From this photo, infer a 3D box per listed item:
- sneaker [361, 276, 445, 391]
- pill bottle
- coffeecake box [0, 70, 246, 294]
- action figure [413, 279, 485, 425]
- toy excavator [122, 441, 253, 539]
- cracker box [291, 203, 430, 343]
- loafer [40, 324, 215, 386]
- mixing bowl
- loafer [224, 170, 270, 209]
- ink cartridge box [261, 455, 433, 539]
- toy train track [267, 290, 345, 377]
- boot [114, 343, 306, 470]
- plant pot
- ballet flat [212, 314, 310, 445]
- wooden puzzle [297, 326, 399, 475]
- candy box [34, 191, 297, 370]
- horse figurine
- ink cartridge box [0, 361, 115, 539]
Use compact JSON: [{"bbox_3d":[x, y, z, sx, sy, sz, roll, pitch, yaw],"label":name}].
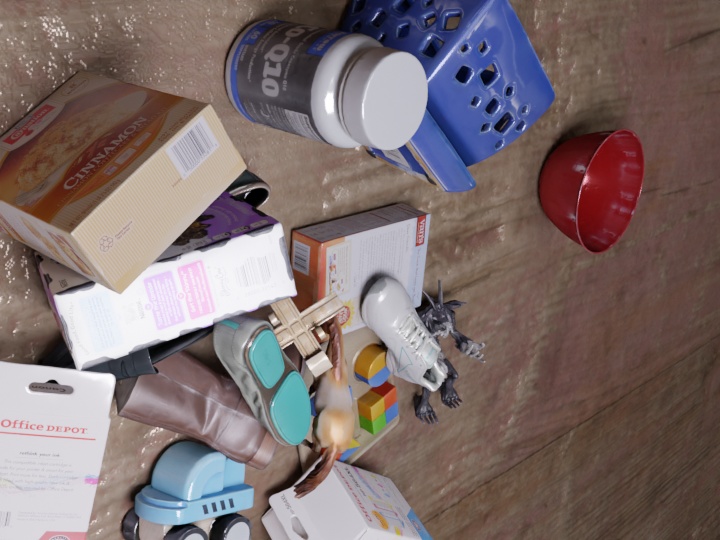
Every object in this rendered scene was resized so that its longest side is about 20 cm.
[{"bbox_3d":[0.063,0.082,1.190,0.070,0.080,0.201,-46,139,-17],"label":"sneaker"},{"bbox_3d":[-0.036,-0.189,0.948,0.114,0.199,0.114,-22,122,-41],"label":"pill bottle"},{"bbox_3d":[-0.222,-0.083,0.786,0.154,0.199,0.073,-49,136,-22],"label":"coffeecake box"},{"bbox_3d":[0.119,0.118,1.335,0.118,0.102,0.201,-20,123,-28],"label":"action figure"},{"bbox_3d":[-0.167,0.219,1.072,0.194,0.100,0.201,-1,97,-48],"label":"toy excavator"},{"bbox_3d":[0.000,0.000,1.181,0.199,0.058,0.135,-16,120,-43],"label":"cracker box"},{"bbox_3d":[-0.227,0.076,0.923,0.200,0.070,0.068,-31,145,-15],"label":"loafer"},{"bbox_3d":[0.356,-0.137,1.481,0.200,0.108,0.201,-23,123,-40],"label":"mixing bowl"},{"bbox_3d":[-0.176,-0.040,0.962,0.200,0.063,0.072,-46,135,-25],"label":"loafer"},{"bbox_3d":[-0.021,0.345,1.227,0.125,0.129,0.200,-47,141,8],"label":"ink cartridge box"},{"bbox_3d":[-0.093,0.026,1.014,0.114,0.033,0.200,-32,89,-5],"label":"toy train track"},{"bbox_3d":[-0.164,0.103,1.025,0.200,0.064,0.187,30,56,-26],"label":"boot"},{"bbox_3d":[0.076,-0.216,1.073,0.180,0.200,0.200,-53,138,-7],"label":"plant pot"},{"bbox_3d":[-0.103,0.112,0.979,0.067,0.063,0.200,-54,147,-29],"label":"ballet flat"},{"bbox_3d":[-0.011,0.177,1.255,0.185,0.046,0.201,-34,129,-34],"label":"wooden puzzle"},{"bbox_3d":[-0.182,0.001,0.845,0.199,0.168,0.072,-20,111,-20],"label":"candy box"},{"bbox_3d":[-0.041,0.157,1.069,0.050,0.133,0.201,10,63,-18],"label":"horse figurine"},{"bbox_3d":[-0.304,0.170,0.868,0.116,0.067,0.201,10,105,-24],"label":"ink cartridge box"}]
